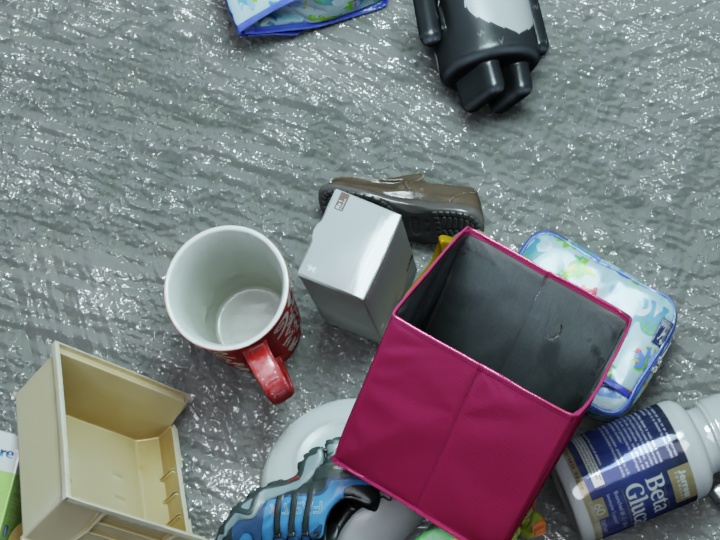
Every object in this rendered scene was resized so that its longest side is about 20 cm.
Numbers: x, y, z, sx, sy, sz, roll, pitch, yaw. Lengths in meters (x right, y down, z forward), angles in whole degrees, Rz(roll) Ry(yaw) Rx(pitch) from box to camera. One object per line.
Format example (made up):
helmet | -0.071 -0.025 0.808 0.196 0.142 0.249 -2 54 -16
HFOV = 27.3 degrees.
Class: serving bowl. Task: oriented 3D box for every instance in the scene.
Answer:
serving bowl | -0.020 0.217 1.605 0.198 0.066 0.201 -10 49 12

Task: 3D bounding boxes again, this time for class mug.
mug | -0.132 0.063 1.628 0.132 0.200 0.179 0 76 5

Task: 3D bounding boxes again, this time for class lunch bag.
lunch bag | 0.242 0.065 1.655 0.199 0.082 0.161 33 84 13
lunch bag | -0.080 -0.381 1.776 0.198 0.128 0.171 -18 75 -10

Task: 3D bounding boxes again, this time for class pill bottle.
pill bottle | 0.310 0.207 1.594 0.199 0.111 0.112 -22 75 0

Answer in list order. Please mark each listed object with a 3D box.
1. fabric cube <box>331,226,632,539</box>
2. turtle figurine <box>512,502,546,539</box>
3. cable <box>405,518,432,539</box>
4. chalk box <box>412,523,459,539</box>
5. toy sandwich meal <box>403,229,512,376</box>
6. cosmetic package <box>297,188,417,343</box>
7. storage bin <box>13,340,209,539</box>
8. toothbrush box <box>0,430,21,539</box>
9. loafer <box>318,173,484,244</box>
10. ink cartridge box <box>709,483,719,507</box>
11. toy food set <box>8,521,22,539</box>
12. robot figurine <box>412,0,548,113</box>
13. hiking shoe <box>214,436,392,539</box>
fabric cube | 0.120 0.118 1.452 0.199 0.200 0.196 29 35 11
turtle figurine | 0.139 0.242 1.553 0.161 0.201 0.064 36 121 -13
cable | 0.072 0.338 1.606 0.199 0.069 0.201 -33 76 -4
chalk box | 0.049 0.362 1.502 0.200 0.124 0.125 -40 76 -6
toy sandwich meal | 0.103 0.053 1.618 0.070 0.205 0.207 -2 73 -27
cosmetic package | 0.000 0.000 1.631 0.090 0.200 0.108 22 79 11
storage bin | -0.260 0.208 1.570 0.094 0.198 0.201 -43 42 26
toothbrush box | -0.407 0.281 1.626 0.085 0.146 0.202 12 78 9
loafer | 0.050 -0.075 1.723 0.198 0.073 0.071 11 43 9
ink cartridge box | 0.516 0.261 1.598 0.199 0.041 0.200 -35 75 -4
toy food set | -0.266 0.317 1.597 0.198 0.200 0.049 41 123 15
robot figurine | 0.142 -0.288 1.730 0.124 0.150 0.202 -16 74 17
hiking shoe | -0.068 0.257 1.518 0.200 0.074 0.087 -40 59 10
